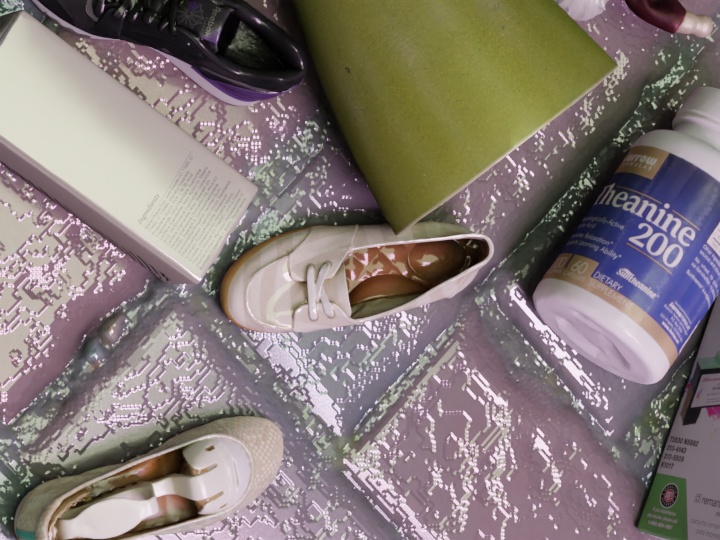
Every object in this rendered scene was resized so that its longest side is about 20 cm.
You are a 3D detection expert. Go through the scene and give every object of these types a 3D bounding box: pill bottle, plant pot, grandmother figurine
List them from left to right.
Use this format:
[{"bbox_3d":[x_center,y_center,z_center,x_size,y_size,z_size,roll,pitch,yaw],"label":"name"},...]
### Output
[{"bbox_3d":[0.038,-0.159,1.553,0.187,0.187,0.200,-38,91,-19],"label":"plant pot"},{"bbox_3d":[0.222,-0.224,1.689,0.199,0.061,0.122,-16,71,-21],"label":"grandmother figurine"},{"bbox_3d":[0.220,-0.029,1.661,0.111,0.111,0.201,40,76,-20],"label":"pill bottle"}]

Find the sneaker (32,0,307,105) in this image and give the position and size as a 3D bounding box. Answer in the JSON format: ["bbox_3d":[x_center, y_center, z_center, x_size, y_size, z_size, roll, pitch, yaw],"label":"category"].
[{"bbox_3d":[-0.122,-0.174,1.511,0.199,0.087,0.076,23,83,-23],"label":"sneaker"}]

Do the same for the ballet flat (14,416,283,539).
[{"bbox_3d":[-0.130,0.150,1.534,0.199,0.062,0.068,-19,100,-23],"label":"ballet flat"}]

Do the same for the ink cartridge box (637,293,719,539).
[{"bbox_3d":[0.299,0.116,1.684,0.084,0.145,0.201,23,82,-24],"label":"ink cartridge box"}]

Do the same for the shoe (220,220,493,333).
[{"bbox_3d":[0.000,0.000,1.593,0.199,0.053,0.070,-12,97,-24],"label":"shoe"}]

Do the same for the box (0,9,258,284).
[{"bbox_3d":[-0.171,-0.077,1.503,0.200,0.068,0.082,38,76,-21],"label":"box"}]
